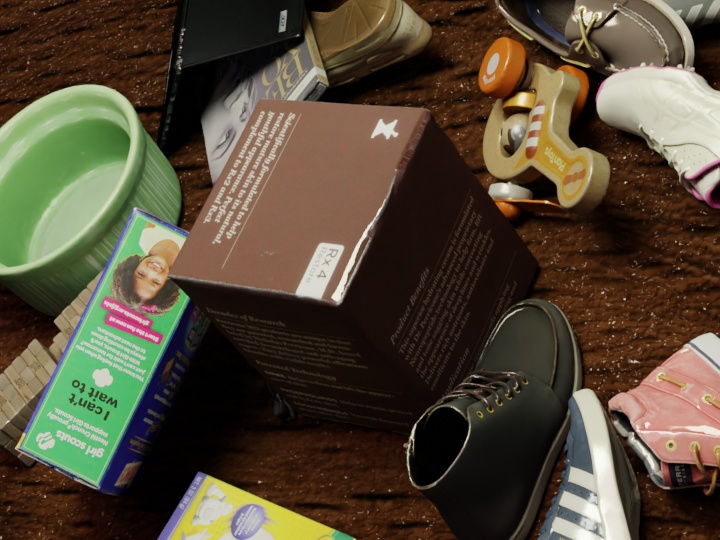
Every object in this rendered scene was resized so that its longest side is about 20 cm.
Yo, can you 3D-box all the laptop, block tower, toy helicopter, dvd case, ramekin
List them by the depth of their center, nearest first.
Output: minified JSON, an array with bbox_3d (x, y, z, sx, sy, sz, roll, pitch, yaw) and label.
[{"bbox_3d":[0.136,-0.086,1.486,0.133,0.078,0.200,-64,24,14],"label":"toy helicopter"},{"bbox_3d":[-0.243,0.076,1.652,0.200,0.054,0.058,-45,43,-2],"label":"block tower"},{"bbox_3d":[-0.092,-0.166,1.710,0.149,0.016,0.201,-49,34,25],"label":"dvd case"},{"bbox_3d":[-0.255,-0.056,1.731,0.198,0.098,0.201,-18,49,22],"label":"ramekin"},{"bbox_3d":[-0.115,-0.220,1.763,0.102,0.201,0.179,10,53,-8],"label":"laptop"}]

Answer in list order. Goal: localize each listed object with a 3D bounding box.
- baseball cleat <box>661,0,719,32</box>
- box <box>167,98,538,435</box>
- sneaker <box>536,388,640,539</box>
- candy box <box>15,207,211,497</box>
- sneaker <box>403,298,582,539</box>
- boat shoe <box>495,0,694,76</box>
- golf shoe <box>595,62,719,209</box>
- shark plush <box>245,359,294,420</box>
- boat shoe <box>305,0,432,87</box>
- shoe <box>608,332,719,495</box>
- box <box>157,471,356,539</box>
[{"bbox_3d":[0.269,-0.227,1.490,0.199,0.106,0.070,9,67,41],"label":"baseball cleat"},{"bbox_3d":[0.000,0.000,1.436,0.163,0.200,0.167,8,61,38],"label":"box"},{"bbox_3d":[0.143,0.172,1.293,0.084,0.075,0.201,-19,49,16],"label":"sneaker"},{"bbox_3d":[-0.177,0.068,1.500,0.076,0.169,0.202,23,83,4],"label":"candy box"},{"bbox_3d":[0.096,0.089,1.366,0.074,0.106,0.202,-5,55,32],"label":"sneaker"},{"bbox_3d":[0.183,-0.193,1.537,0.059,0.073,0.200,-8,29,-31],"label":"boat shoe"},{"bbox_3d":[0.247,-0.097,1.432,0.199,0.075,0.092,15,72,44],"label":"golf shoe"},{"bbox_3d":[-0.061,0.019,1.565,0.082,0.091,0.201,0,46,-2],"label":"shark plush"},{"bbox_3d":[-0.019,-0.188,1.694,0.199,0.064,0.072,-10,59,52],"label":"boat shoe"},{"bbox_3d":[0.242,0.122,1.257,0.091,0.072,0.200,-32,38,-8],"label":"shoe"},{"bbox_3d":[-0.072,0.232,1.418,0.199,0.048,0.118,17,68,40],"label":"box"}]
